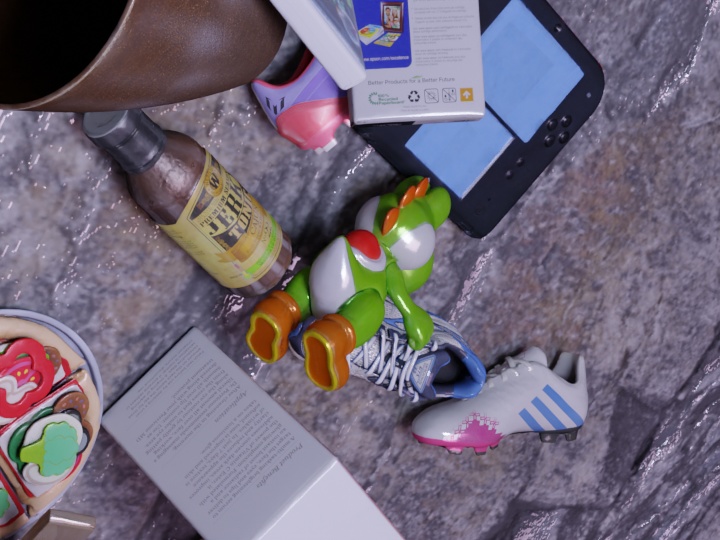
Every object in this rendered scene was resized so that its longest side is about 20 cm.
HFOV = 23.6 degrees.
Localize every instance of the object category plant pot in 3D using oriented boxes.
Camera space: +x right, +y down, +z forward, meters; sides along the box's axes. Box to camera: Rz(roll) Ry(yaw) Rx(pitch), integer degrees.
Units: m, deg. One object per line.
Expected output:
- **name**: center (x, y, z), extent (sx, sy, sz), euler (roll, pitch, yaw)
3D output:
- **plant pot**: center (-0.137, -0.177, 1.065), extent (0.199, 0.186, 0.188), euler (8, 111, -56)

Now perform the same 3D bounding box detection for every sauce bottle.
- **sauce bottle**: center (-0.122, -0.053, 1.215), extent (0.065, 0.065, 0.200), euler (-49, 136, -4)

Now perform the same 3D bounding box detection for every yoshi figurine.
- **yoshi figurine**: center (0.004, 0.012, 1.318), extent (0.113, 0.112, 0.200), euler (53, 54, -13)

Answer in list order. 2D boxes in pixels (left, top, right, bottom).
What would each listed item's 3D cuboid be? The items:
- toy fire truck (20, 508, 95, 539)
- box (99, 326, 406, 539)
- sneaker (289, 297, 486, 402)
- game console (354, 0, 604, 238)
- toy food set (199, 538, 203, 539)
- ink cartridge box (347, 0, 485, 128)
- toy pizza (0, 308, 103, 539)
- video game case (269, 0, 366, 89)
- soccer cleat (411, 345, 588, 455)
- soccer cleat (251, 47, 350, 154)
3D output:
- **toy fire truck**: center (-0.281, 0.238, 1.226), extent (0.175, 0.128, 0.202), euler (9, 105, -41)
- **box**: center (-0.077, 0.163, 1.289), extent (0.106, 0.200, 0.153), euler (-44, 136, -9)
- **sneaker**: center (0.029, 0.063, 1.396), extent (0.199, 0.085, 0.078), euler (12, 108, -42)
- **game console**: center (0.100, -0.135, 1.372), extent (0.177, 0.031, 0.200), euler (-52, 135, -1)
- **toy food set**: center (-0.111, 0.322, 1.467), extent (0.199, 0.049, 0.199), euler (29, 96, -46)
- **ink cartridge box**: center (0.034, -0.203, 1.209), extent (0.094, 0.037, 0.202), euler (-3, 89, -6)
- **toy pizza**: center (-0.269, 0.121, 1.226), extent (0.199, 0.032, 0.202), euler (-20, 127, -29)
- **video game case**: center (-0.061, -0.238, 1.082), extent (0.023, 0.183, 0.200), euler (-24, 138, 17)
- **soccer cleat**: center (0.124, 0.111, 1.526), extent (0.199, 0.070, 0.087), euler (-3, 102, -41)
- **soccer cleat**: center (0.009, -0.171, 1.251), extent (0.200, 0.067, 0.077), euler (-46, 102, -9)
